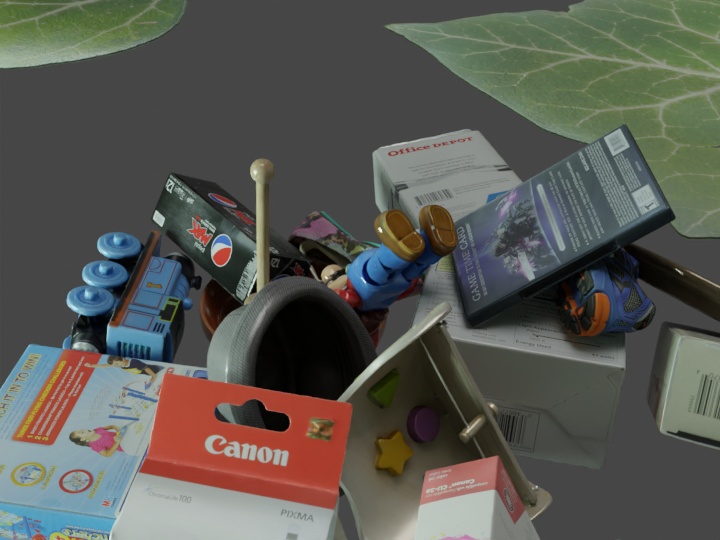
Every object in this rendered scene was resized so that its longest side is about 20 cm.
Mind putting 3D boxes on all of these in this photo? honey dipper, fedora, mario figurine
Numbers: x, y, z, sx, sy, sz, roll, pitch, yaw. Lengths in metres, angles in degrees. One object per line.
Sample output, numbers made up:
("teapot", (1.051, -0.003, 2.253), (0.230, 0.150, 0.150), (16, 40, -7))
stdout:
("honey dipper", (-0.093, -0.014, 1.012), (0.038, 0.201, 0.038), (2, 34, -1))
("fedora", (-0.068, 0.103, 0.948), (0.090, 0.201, 0.177), (-1, 39, 42))
("mario figurine", (0.000, 0.000, 1.012), (0.123, 0.200, 0.106), (25, 46, -18))

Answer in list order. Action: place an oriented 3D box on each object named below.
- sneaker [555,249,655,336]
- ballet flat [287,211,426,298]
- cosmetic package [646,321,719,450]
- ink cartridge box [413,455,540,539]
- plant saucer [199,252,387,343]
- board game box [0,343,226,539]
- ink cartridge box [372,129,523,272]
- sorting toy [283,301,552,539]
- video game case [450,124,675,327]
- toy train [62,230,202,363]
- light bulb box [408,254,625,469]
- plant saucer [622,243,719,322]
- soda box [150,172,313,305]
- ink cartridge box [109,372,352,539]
("sneaker", (0.217, -0.004, 0.994), (0.078, 0.076, 0.201), (12, 37, -14))
("ballet flat", (-0.011, -0.004, 1.136), (0.071, 0.069, 0.200), (-44, 42, -14))
("cosmetic package", (0.319, 0.103, 0.959), (0.103, 0.088, 0.200), (13, 4, 13))
("ink cartridge box", (0.083, 0.247, 0.763), (0.067, 0.117, 0.200), (-16, 27, 21))
("plant saucer", (-0.071, 0.047, 1.133), (0.199, 0.032, 0.201), (4, 34, -2))
("board game box", (-0.231, 0.157, 0.930), (0.195, 0.056, 0.200), (7, 34, 5))
("ink cartridge box", (0.113, -0.079, 1.279), (0.146, 0.086, 0.200), (-13, 35, -11))
("sorting toy", (0.031, 0.157, 0.883), (0.180, 0.201, 0.107), (-35, 15, -24))
("video game case", (0.174, -0.043, 0.972), (0.199, 0.019, 0.143), (-31, 34, 18))
("toy train", (-0.231, 0.034, 1.093), (0.114, 0.087, 0.200), (13, 32, -3))
("light bulb box", (0.153, 0.067, 1.041), (0.197, 0.125, 0.200), (10, 33, 9))
("plant saucer", (0.335, 0.029, 1.016), (0.199, 0.030, 0.200), (27, 7, -4))
("soda box", (-0.141, -0.032, 1.139), (0.071, 0.064, 0.200), (11, 21, -47))
("ink cartridge box", (-0.101, 0.187, 0.800), (0.161, 0.201, 0.057), (9, -7, 7))
